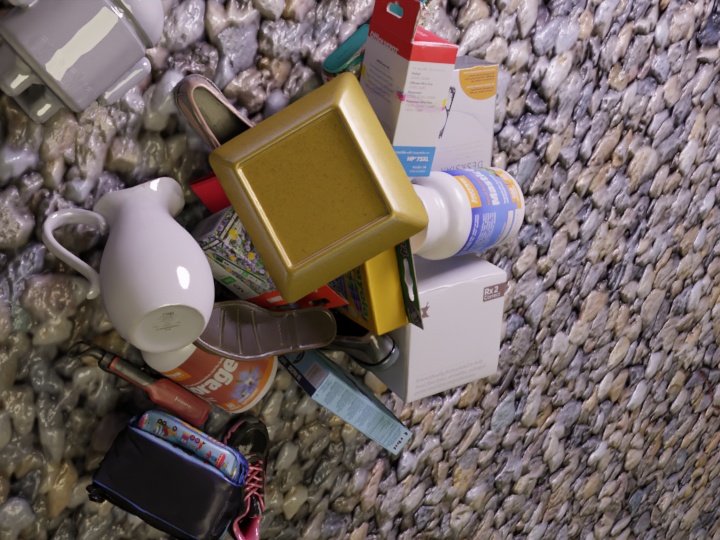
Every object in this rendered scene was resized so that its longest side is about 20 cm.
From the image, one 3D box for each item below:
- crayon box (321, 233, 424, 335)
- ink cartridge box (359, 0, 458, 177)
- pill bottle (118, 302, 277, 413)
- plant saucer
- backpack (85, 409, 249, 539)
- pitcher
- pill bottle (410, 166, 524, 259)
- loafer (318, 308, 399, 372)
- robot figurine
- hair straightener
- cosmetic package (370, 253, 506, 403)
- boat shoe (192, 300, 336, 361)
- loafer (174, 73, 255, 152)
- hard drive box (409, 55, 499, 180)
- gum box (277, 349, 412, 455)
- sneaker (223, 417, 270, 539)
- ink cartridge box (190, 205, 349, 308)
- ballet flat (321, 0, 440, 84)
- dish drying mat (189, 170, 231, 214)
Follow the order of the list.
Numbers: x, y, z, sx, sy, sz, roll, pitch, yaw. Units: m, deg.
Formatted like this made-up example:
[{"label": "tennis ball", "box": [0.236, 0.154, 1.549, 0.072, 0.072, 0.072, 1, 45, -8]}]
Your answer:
[{"label": "crayon box", "box": [0.000, 0.000, 0.981, 0.051, 0.199, 0.127, -19, 111, -24]}, {"label": "ink cartridge box", "box": [0.052, -0.228, 0.924, 0.066, 0.116, 0.202, -3, 120, -27]}, {"label": "pill bottle", "box": [-0.209, 0.095, 0.987, 0.113, 0.112, 0.200, -51, 129, -2]}, {"label": "plant saucer", "box": [-0.050, -0.091, 0.865, 0.198, 0.048, 0.202, -29, 93, 6]}, {"label": "backpack", "box": [-0.236, 0.277, 1.011, 0.136, 0.181, 0.200, -62, 173, -16]}, {"label": "pitcher", "box": [-0.259, -0.005, 0.853, 0.169, 0.201, 0.122, -12, 141, -19]}, {"label": "pill bottle", "box": [0.118, -0.075, 0.998, 0.199, 0.111, 0.114, -12, 119, -47]}, {"label": "loafer", "box": [-0.027, 0.076, 1.046, 0.072, 0.199, 0.063, -48, 127, -20]}, {"label": "robot figurine", "box": [-0.282, -0.243, 0.779, 0.200, 0.113, 0.170, -45, 148, -7]}, {"label": "hair straightener", "box": [-0.287, 0.142, 0.978, 0.199, 0.077, 0.041, 33, 74, -34]}, {"label": "cosmetic package", "box": [0.080, 0.055, 1.103, 0.163, 0.200, 0.167, -13, 118, -27]}, {"label": "boat shoe", "box": [-0.128, 0.080, 0.953, 0.198, 0.068, 0.073, 7, 76, -34]}, {"label": "loafer", "box": [-0.145, -0.149, 0.921, 0.072, 0.063, 0.200, -45, 114, -4]}, {"label": "hard drive box", "box": [0.109, -0.191, 1.087, 0.154, 0.077, 0.203, -15, 119, -27]}, {"label": "gum box", "box": [-0.035, 0.166, 1.098, 0.045, 0.170, 0.200, -50, 128, -3]}, {"label": "sneaker", "box": [-0.164, 0.318, 1.132, 0.078, 0.095, 0.203, 0, 110, -31]}, {"label": "ink cartridge box", "box": [-0.121, 0.008, 0.971, 0.200, 0.108, 0.051, 41, 61, -23]}, {"label": "ballet flat", "box": [0.033, -0.300, 0.995, 0.199, 0.076, 0.064, -40, 138, 0]}, {"label": "dish drying mat", "box": [-0.129, -0.053, 0.976, 0.076, 0.018, 0.201, -15, 133, 27]}]
